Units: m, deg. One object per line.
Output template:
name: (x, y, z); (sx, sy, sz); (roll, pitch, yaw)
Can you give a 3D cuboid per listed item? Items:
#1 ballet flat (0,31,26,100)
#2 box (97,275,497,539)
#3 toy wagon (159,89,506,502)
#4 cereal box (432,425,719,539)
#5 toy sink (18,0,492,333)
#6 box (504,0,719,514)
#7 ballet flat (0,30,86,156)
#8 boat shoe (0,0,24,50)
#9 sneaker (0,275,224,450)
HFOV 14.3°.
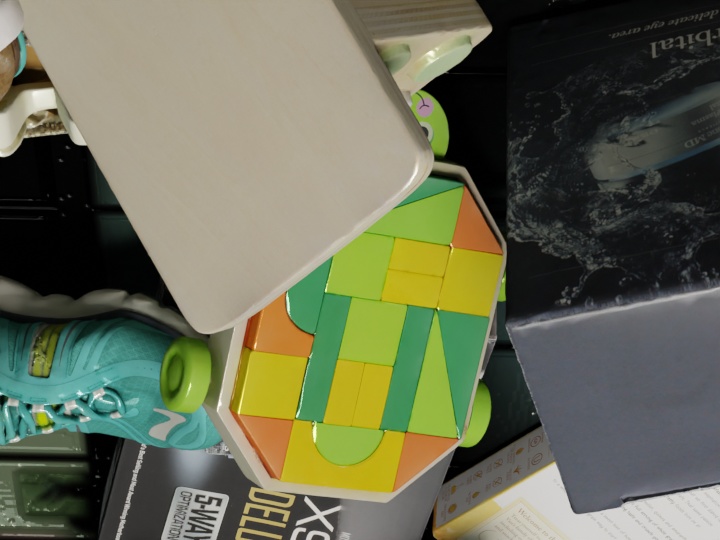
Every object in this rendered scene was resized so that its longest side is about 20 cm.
ballet flat: (-0.217, -0.069, 1.220); (0.200, 0.072, 0.068); (-15, 99, 52)
box: (-0.034, 0.071, 1.392); (0.157, 0.050, 0.201); (12, 132, -8)
toy wagon: (0.000, 0.000, 1.261); (0.154, 0.040, 0.201); (8, 100, -29)
cereal box: (0.155, 0.115, 1.425); (0.200, 0.040, 0.144); (-32, 120, 28)
toy sink: (-0.038, -0.095, 1.141); (0.130, 0.112, 0.201); (-37, 77, 31)
box: (0.167, -0.022, 1.195); (0.196, 0.201, 0.118); (-12, 130, 13)
ballet flat: (-0.126, -0.081, 1.245); (0.199, 0.076, 0.068); (-3, 133, 7)
boat shoe: (-0.196, -0.131, 1.144); (0.072, 0.200, 0.066); (-29, 122, -12)
sneaker: (-0.142, 0.055, 1.320); (0.199, 0.080, 0.078); (6, 122, 31)
